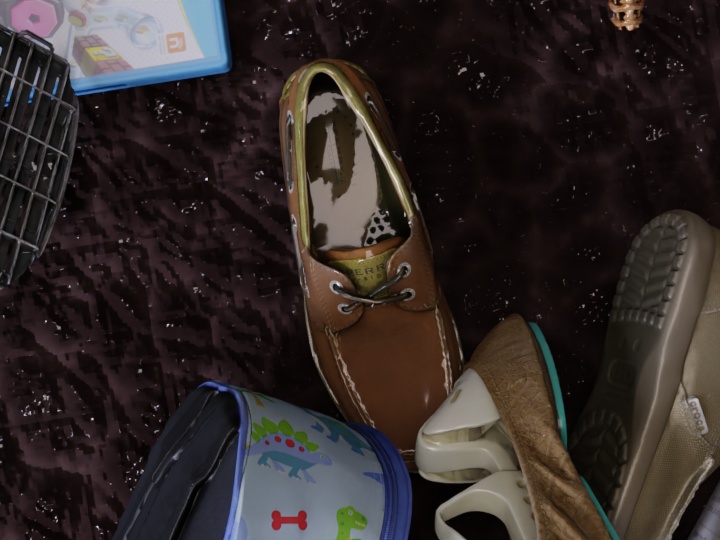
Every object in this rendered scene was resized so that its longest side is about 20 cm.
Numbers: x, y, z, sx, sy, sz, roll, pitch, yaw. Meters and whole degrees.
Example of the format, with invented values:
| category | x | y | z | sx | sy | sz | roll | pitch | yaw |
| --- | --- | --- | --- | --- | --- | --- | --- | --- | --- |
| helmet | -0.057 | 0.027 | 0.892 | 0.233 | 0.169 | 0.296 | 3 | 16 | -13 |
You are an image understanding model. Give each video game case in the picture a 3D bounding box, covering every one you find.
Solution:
| category | x | y | z | sx | sy | sz | roll | pitch | yaw |
| --- | --- | --- | --- | --- | --- | --- | --- | --- | --- |
| video game case | -0.171 | -0.155 | 0.844 | 0.199 | 0.018 | 0.144 | -8 | 86 | 4 |

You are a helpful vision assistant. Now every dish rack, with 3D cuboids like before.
| category | x | y | z | sx | sy | sz | roll | pitch | yaw |
| --- | --- | --- | --- | --- | --- | --- | --- | --- | --- |
| dish rack | -0.226 | -0.074 | 0.764 | 0.200 | 0.055 | 0.154 | 26 | 54 | -25 |

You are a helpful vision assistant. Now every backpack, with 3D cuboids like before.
| category | x | y | z | sx | sy | sz | roll | pitch | yaw |
| --- | --- | --- | --- | --- | --- | --- | --- | --- | --- |
| backpack | -0.044 | 0.157 | 0.741 | 0.147 | 0.183 | 0.201 | 18 | 89 | -18 |

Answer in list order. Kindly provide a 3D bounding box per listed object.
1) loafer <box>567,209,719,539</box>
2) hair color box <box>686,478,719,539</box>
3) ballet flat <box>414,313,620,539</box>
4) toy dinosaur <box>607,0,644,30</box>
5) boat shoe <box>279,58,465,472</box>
| category | x | y | z | sx | sy | sz | roll | pitch | yaw |
| --- | --- | --- | --- | --- | --- | --- | --- | --- | --- |
| loafer | 0.139 | 0.075 | 0.777 | 0.067 | 0.076 | 0.201 | 15 | 97 | -17 |
| hair color box | 0.186 | 0.121 | 0.760 | 0.060 | 0.100 | 0.200 | 28 | 90 | 5 |
| ballet flat | 0.064 | 0.094 | 0.738 | 0.072 | 0.068 | 0.200 | -7 | 45 | -9 |
| toy dinosaur | 0.104 | -0.216 | 0.762 | 0.102 | 0.136 | 0.201 | 15 | 98 | 1 |
| boat shoe | 0.000 | 0.000 | 0.797 | 0.072 | 0.068 | 0.201 | -18 | 87 | 2 |
